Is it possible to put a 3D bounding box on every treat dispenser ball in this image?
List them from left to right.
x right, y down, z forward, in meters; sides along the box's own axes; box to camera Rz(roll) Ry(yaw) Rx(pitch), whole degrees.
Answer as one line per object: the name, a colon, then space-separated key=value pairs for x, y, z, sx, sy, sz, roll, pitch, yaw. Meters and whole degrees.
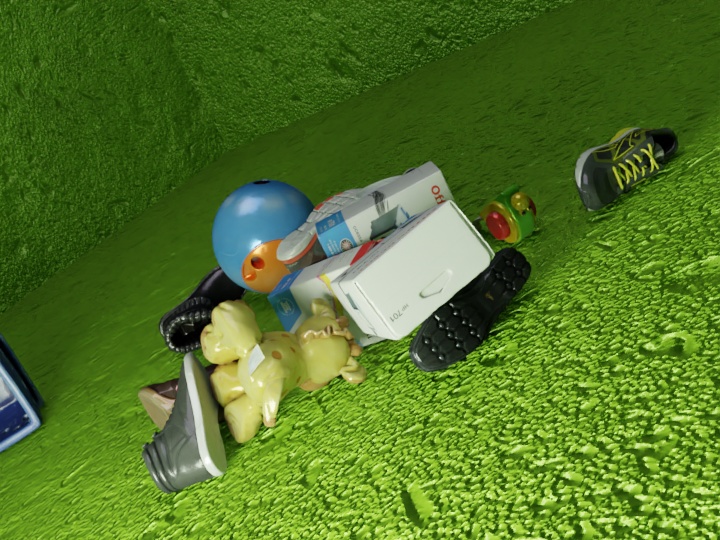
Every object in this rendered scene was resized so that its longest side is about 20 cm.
treat dispenser ball: x=-0.166 y=-0.060 z=1.660 sx=0.199 sy=0.202 sz=0.201 roll=-26 pitch=16 yaw=8

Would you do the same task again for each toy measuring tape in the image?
toy measuring tape: x=0.206 y=-0.066 z=1.340 sx=0.073 sy=0.074 sz=0.200 roll=-34 pitch=-6 yaw=-17

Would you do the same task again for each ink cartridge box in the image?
ink cartridge box: x=-0.012 y=0.040 z=1.254 sx=0.198 sy=0.117 sz=0.067 roll=-21 pitch=17 yaw=27
ink cartridge box: x=0.053 y=-0.043 z=1.336 sx=0.198 sy=0.148 sz=0.086 roll=-28 pitch=15 yaw=3
ink cartridge box: x=0.054 y=0.002 z=1.085 sx=0.146 sy=0.086 sz=0.200 roll=-39 pitch=3 yaw=-8

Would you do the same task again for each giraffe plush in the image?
giraffe plush: x=-0.088 y=0.107 z=1.160 sx=0.160 sy=0.175 sz=0.199 roll=-13 pitch=-4 yaw=-31

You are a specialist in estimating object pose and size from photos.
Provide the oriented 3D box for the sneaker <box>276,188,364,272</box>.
sneaker: x=-0.053 y=-0.061 z=1.579 sx=0.199 sy=0.082 sz=0.077 roll=-40 pitch=28 yaw=-14

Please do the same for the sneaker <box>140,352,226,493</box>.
sneaker: x=-0.232 y=0.192 z=1.169 sx=0.098 sy=0.071 sz=0.201 roll=-27 pitch=42 yaw=7

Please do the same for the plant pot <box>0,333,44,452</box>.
plant pot: x=-0.718 y=0.237 z=1.725 sx=0.199 sy=0.202 sz=0.180 roll=-31 pitch=11 yaw=-5

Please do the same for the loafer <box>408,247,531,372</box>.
loafer: x=0.127 y=0.051 z=1.098 sx=0.200 sy=0.068 sz=0.070 roll=-43 pitch=0 yaw=-27

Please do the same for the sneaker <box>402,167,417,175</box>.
sneaker: x=0.049 y=-0.096 z=1.683 sx=0.200 sy=0.073 sz=0.085 roll=-42 pitch=-11 yaw=-19

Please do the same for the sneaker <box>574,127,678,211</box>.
sneaker: x=0.363 y=-0.150 z=1.263 sx=0.084 sy=0.075 sz=0.200 roll=-9 pitch=26 yaw=49

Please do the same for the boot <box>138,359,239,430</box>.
boot: x=-0.211 y=0.162 z=1.321 sx=0.166 sy=0.073 sz=0.199 roll=-38 pitch=25 yaw=-33

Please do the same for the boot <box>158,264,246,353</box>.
boot: x=-0.271 y=0.067 z=1.668 sx=0.211 sy=0.080 sz=0.158 roll=-45 pitch=13 yaw=-13

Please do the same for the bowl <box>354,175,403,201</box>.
bowl: x=0.049 y=-0.094 z=1.490 sx=0.199 sy=0.091 sz=0.201 roll=-18 pitch=17 yaw=6
